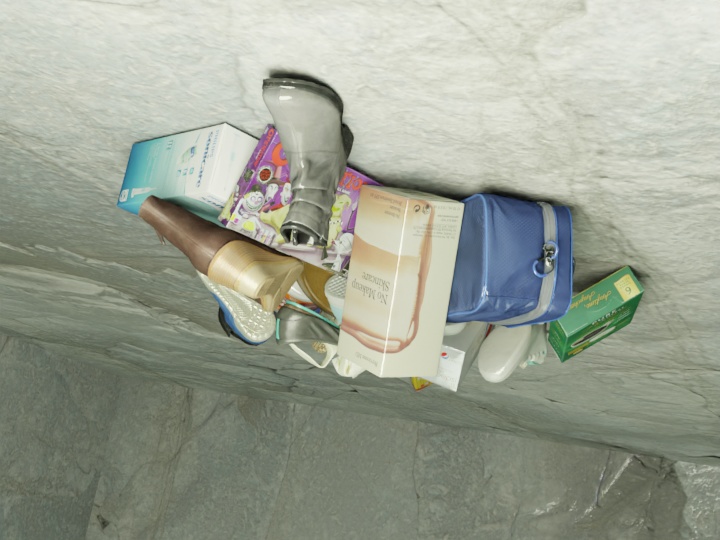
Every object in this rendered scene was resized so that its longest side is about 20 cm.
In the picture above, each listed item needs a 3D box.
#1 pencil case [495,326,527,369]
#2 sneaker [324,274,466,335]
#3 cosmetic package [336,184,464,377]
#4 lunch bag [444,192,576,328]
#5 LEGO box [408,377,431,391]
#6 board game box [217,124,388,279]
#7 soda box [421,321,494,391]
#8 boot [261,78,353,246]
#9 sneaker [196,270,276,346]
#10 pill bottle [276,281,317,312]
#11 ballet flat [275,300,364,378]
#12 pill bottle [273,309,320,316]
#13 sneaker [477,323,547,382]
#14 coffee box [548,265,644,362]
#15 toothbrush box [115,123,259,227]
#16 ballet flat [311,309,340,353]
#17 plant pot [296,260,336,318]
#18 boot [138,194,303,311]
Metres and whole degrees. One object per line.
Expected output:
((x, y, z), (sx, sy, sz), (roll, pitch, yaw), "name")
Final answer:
((0.226, 0.097, 1.821), (0.089, 0.078, 0.200), (34, 175, 23), "pencil case")
((0.051, 0.056, 1.448), (0.198, 0.074, 0.083), (15, 141, 30), "sneaker")
((0.044, 0.011, 1.300), (0.086, 0.204, 0.103), (2, -170, -35), "cosmetic package")
((0.167, -0.009, 1.307), (0.130, 0.138, 0.200), (5, 172, -20), "lunch bag")
((0.080, 0.089, 1.741), (0.076, 0.150, 0.200), (-28, 165, -3), "LEGO box")
((-0.055, -0.072, 1.294), (0.198, 0.121, 0.032), (23, -174, -41), "board game box")
((0.142, 0.080, 1.585), (0.063, 0.069, 0.200), (19, -146, 14), "soda box")
((-0.055, -0.100, 1.139), (0.069, 0.134, 0.200), (7, 166, 20), "boot")
((-0.197, 0.024, 1.700), (0.201, 0.076, 0.111), (55, 163, 4), "sneaker")
((-0.088, 0.006, 1.655), (0.108, 0.111, 0.200), (14, 166, -11), "pill bottle")
((-0.031, 0.102, 1.530), (0.198, 0.069, 0.068), (21, 173, -24), "ballet flat")
((-0.089, 0.047, 1.821), (0.197, 0.113, 0.111), (7, 166, 17), "pill bottle")
((0.229, 0.106, 1.603), (0.074, 0.200, 0.089), (-14, 115, 35), "sneaker")
((0.318, 0.063, 1.556), (0.122, 0.044, 0.200), (-30, 163, 1), "coffee box")
((-0.172, -0.098, 1.355), (0.145, 0.087, 0.198), (23, 163, -39), "toothbrush box")
((-0.009, 0.040, 1.631), (0.071, 0.200, 0.065), (51, -166, 25), "ballet flat")
((0.000, 0.000, 1.488), (0.197, 0.028, 0.202), (8, 129, 9), "plant pot")
((-0.155, -0.028, 1.302), (0.165, 0.073, 0.200), (36, -177, 10), "boot")
